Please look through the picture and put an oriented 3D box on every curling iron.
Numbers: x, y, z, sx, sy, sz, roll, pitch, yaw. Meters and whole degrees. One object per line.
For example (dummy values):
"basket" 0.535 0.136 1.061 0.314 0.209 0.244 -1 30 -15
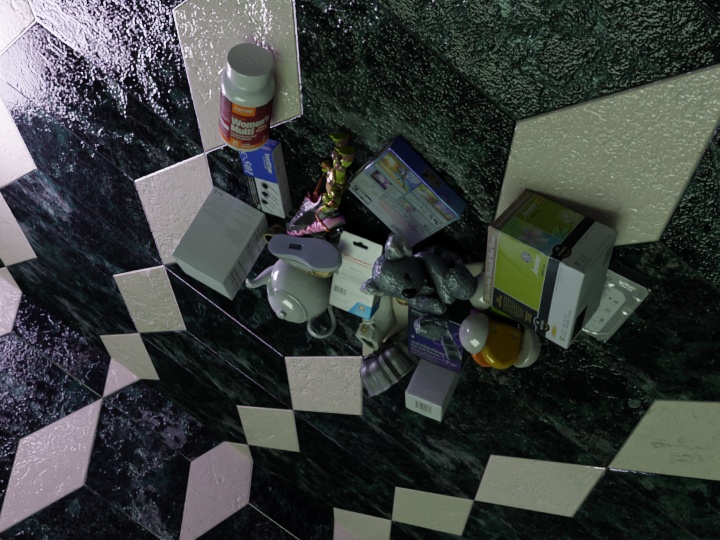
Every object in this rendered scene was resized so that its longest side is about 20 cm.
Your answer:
"curling iron" -0.061 -0.076 1.580 0.200 0.025 0.051 148 110 -73

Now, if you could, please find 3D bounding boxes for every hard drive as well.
"hard drive" 0.469 0.053 1.348 0.137 0.038 0.202 28 145 9

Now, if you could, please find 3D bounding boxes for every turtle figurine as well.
"turtle figurine" -0.049 -0.186 1.397 0.063 0.202 0.164 10 130 -11

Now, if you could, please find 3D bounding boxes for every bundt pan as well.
"bundt pan" 0.075 0.229 1.759 0.076 0.201 0.201 50 144 -2

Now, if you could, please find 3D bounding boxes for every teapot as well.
"teapot" -0.171 0.070 1.803 0.196 0.147 0.200 7 139 32

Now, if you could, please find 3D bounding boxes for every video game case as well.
"video game case" 0.091 -0.156 1.397 0.199 0.046 0.180 42 147 -13

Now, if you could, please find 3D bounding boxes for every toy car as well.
"toy car" 0.288 0.108 1.442 0.171 0.205 0.150 18 166 -14

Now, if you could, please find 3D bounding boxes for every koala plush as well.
"koala plush" 0.104 0.016 1.426 0.196 0.186 0.179 13 126 -26

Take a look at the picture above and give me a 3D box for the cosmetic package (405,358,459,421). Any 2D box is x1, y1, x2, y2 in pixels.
"cosmetic package" 0.191 0.255 1.679 0.100 0.202 0.075 19 144 20

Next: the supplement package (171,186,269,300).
"supplement package" -0.341 -0.065 1.697 0.149 0.203 0.151 28 165 7

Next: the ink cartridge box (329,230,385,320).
"ink cartridge box" 0.000 0.000 1.611 0.114 0.068 0.204 21 122 17

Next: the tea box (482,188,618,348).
"tea box" 0.341 -0.004 1.255 0.195 0.133 0.203 30 146 29

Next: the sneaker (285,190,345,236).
"sneaker" -0.113 -0.136 1.586 0.198 0.078 0.098 -8 102 49

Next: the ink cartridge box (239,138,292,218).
"ink cartridge box" -0.219 -0.218 1.579 0.092 0.045 0.202 18 143 19

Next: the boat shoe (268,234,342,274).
"boat shoe" -0.120 -0.027 1.603 0.198 0.076 0.086 11 158 27

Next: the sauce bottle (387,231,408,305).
"sauce bottle" 0.096 -0.006 1.563 0.065 0.066 0.203 14 139 25

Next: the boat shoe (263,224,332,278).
"boat shoe" -0.158 -0.038 1.703 0.197 0.076 0.073 30 111 4

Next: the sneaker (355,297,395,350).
"sneaker" 0.029 0.114 1.719 0.072 0.116 0.203 10 138 32

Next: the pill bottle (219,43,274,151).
"pill bottle" -0.229 -0.346 1.372 0.108 0.111 0.201 29 146 5

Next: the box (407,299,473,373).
"box" 0.194 0.126 1.605 0.145 0.105 0.202 19 144 21
